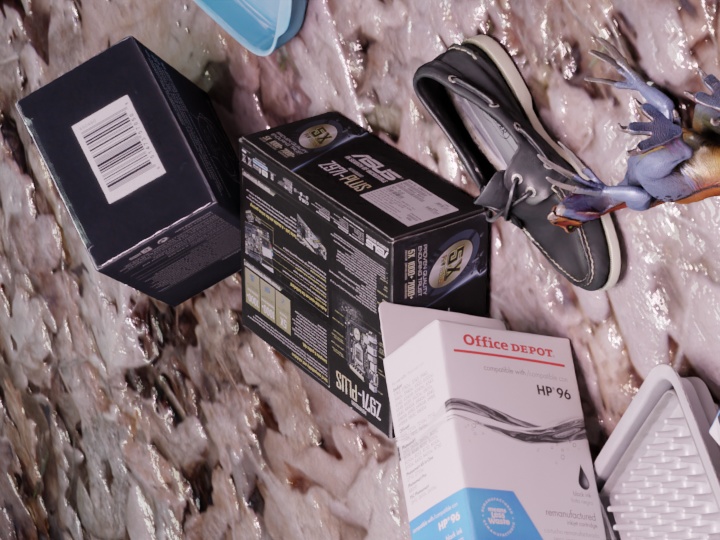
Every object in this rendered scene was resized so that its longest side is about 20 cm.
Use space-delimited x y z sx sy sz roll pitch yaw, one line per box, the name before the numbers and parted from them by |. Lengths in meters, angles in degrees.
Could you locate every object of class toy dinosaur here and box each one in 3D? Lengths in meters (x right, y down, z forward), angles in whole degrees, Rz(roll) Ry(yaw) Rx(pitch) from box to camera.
toy dinosaur | 0.179 -0.051 1.531 0.200 0.105 0.182 45 162 18

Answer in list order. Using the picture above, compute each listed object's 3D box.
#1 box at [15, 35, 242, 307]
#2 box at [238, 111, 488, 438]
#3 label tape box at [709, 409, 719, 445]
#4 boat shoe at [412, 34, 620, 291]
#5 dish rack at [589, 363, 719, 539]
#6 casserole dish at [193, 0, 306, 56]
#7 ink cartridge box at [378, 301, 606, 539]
box | -0.159 -0.072 1.933 0.149 0.107 0.200 62 -172 14
box | 0.000 0.000 1.832 0.200 0.086 0.164 34 133 46
label tape box | 0.300 0.109 1.436 0.200 0.066 0.143 54 145 30
boat shoe | 0.098 -0.065 1.662 0.200 0.066 0.075 63 147 15
dish rack | 0.201 0.174 1.614 0.200 0.043 0.172 113 149 -48
casserole dish | -0.095 -0.247 1.901 0.200 0.039 0.121 44 139 37
ink cartridge box | 0.087 0.104 1.683 0.068 0.116 0.200 -38 52 46
